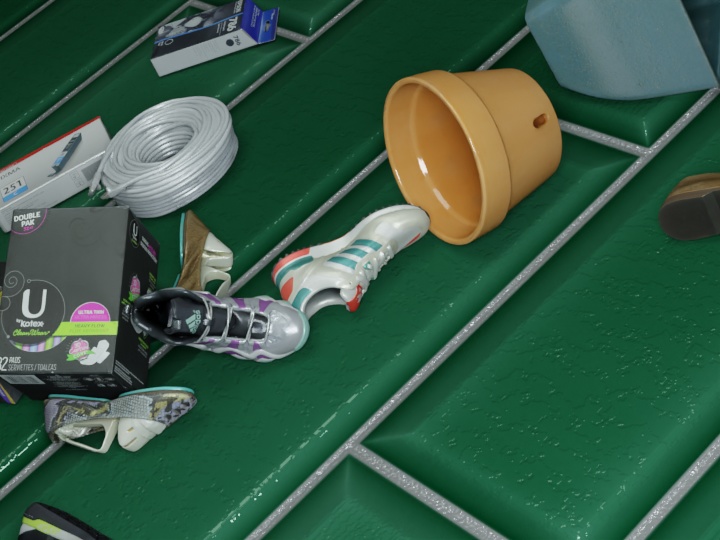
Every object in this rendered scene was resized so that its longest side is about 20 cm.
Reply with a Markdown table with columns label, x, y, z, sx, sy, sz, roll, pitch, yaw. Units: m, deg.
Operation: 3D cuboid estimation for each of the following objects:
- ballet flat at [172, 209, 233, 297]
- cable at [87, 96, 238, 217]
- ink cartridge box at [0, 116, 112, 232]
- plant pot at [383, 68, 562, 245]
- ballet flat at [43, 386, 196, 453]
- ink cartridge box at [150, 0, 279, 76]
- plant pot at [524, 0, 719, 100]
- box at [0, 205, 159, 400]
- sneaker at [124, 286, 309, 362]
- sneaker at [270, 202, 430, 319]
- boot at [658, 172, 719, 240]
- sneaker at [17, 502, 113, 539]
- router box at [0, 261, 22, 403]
| label | x | y | z | sx | sy | sz | roll | pitch | yaw |
| --- | --- | --- | --- | --- | --- | --- | --- | --- | --- |
| ballet flat | -0.195 | 0.002 | 1.758 | 0.072 | 0.068 | 0.200 | 0 | 41 | 1 |
| cable | -0.264 | -0.159 | 1.973 | 0.199 | 0.069 | 0.200 | -12 | 39 | 16 |
| ink cartridge box | -0.462 | -0.160 | 2.107 | 0.200 | 0.045 | 0.176 | -30 | 39 | -4 |
| plant pot | 0.137 | -0.148 | 1.643 | 0.140 | 0.201 | 0.200 | -24 | 35 | -24 |
| ballet flat | -0.273 | 0.172 | 1.610 | 0.200 | 0.072 | 0.072 | -6 | 42 | 25 |
| ink cartridge box | -0.227 | -0.370 | 2.218 | 0.199 | 0.039 | 0.100 | -15 | 39 | 13 |
| plant pot | 0.315 | -0.326 | 1.739 | 0.199 | 0.196 | 0.197 | -14 | 39 | 28 |
| box | -0.327 | 0.040 | 1.652 | 0.148 | 0.124 | 0.201 | 0 | 70 | 10 |
| sneaker | -0.166 | 0.060 | 1.583 | 0.199 | 0.140 | 0.078 | 3 | 87 | 15 |
| sneaker | -0.001 | 0.000 | 1.651 | 0.199 | 0.070 | 0.094 | -24 | 56 | 0 |
| boot | 0.417 | -0.082 | 1.495 | 0.199 | 0.074 | 0.076 | -3 | 33 | 30 |
| sneaker | -0.291 | 0.309 | 1.468 | 0.200 | 0.072 | 0.083 | 18 | 80 | 43 |
| router box | -0.460 | 0.075 | 1.827 | 0.157 | 0.052 | 0.200 | 2 | 46 | 31 |
